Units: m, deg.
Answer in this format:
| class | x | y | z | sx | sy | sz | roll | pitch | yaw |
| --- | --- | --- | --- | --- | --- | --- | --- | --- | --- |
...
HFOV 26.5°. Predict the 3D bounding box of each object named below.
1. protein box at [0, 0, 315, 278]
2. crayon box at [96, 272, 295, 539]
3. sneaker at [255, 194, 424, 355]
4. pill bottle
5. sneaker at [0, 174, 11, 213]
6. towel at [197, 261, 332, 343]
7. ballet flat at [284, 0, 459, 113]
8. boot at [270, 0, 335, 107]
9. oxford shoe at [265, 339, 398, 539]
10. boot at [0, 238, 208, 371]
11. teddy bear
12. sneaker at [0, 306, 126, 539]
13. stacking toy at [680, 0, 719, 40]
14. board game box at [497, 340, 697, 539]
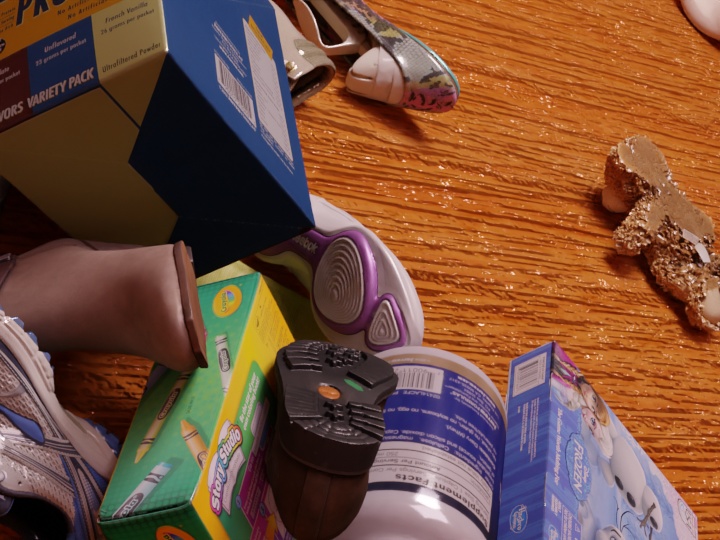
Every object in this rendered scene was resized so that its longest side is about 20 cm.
| class | x | y | z | sx | sy | sz | roll | pitch | yaw |
| --- | --- | --- | --- | --- | --- | --- | --- | --- | --- |
| protein box | -0.141 | -0.129 | 0.977 | 0.199 | 0.134 | 0.201 | 50 | 23 | -52 |
| crayon box | -0.077 | 0.109 | 0.875 | 0.201 | 0.058 | 0.119 | -77 | 149 | -53 |
| sneaker | 0.000 | 0.000 | 1.069 | 0.099 | 0.075 | 0.200 | 21 | 18 | -40 |
| pill bottle | 0.027 | 0.149 | 0.930 | 0.115 | 0.116 | 0.201 | 31 | 36 | -13 |
| sneaker | -0.252 | -0.084 | 0.977 | 0.080 | 0.071 | 0.201 | 23 | 30 | -15 |
| towel | -0.046 | 0.045 | 1.064 | 0.199 | 0.018 | 0.086 | 30 | 35 | -15 |
| ballet flat | -0.003 | -0.199 | 1.348 | 0.200 | 0.069 | 0.071 | 46 | 52 | 15 |
| boot | -0.117 | -0.186 | 1.213 | 0.155 | 0.072 | 0.200 | 51 | 35 | 11 |
| oxford shoe | -0.023 | 0.093 | 0.869 | 0.072 | 0.085 | 0.200 | 15 | 16 | 3 |
| boot | -0.162 | 0.024 | 0.852 | 0.145 | 0.071 | 0.200 | -9 | 10 | -6 |
| teddy bear | 0.288 | -0.029 | 1.439 | 0.200 | 0.067 | 0.145 | 47 | 43 | -2 |
| sneaker | -0.195 | 0.086 | 0.799 | 0.200 | 0.077 | 0.085 | 48 | 44 | -20 |
| stacking toy | 0.501 | -0.356 | 1.970 | 0.146 | 0.146 | 0.200 | 52 | 19 | 17 |
| board game box | 0.166 | 0.182 | 1.035 | 0.199 | 0.043 | 0.201 | 50 | 29 | -25 |
